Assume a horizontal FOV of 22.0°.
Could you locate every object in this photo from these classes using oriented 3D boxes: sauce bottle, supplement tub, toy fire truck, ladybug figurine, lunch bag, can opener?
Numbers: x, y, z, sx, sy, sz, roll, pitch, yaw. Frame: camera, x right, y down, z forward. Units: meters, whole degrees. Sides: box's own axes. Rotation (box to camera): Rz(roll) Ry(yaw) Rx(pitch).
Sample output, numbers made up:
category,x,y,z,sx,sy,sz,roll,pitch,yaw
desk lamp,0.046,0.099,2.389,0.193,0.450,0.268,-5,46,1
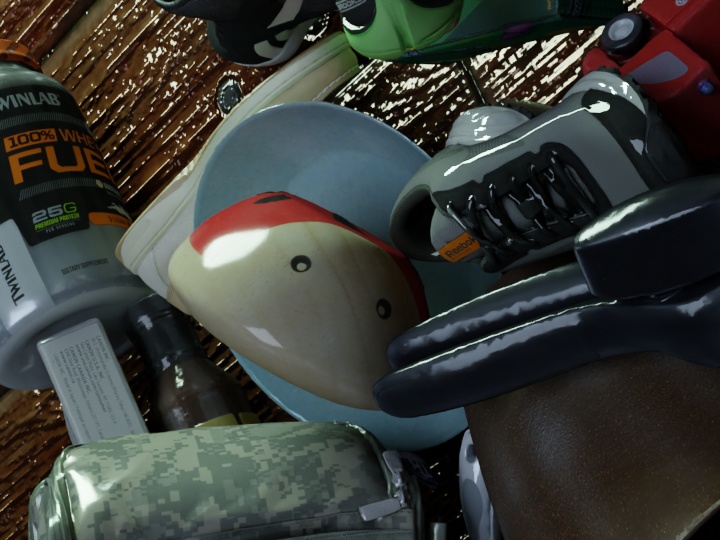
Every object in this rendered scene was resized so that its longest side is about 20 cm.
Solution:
category,x,y,z,sx,sy,sz,roll,pitch,yaw
sauce bottle,-0.084,0.106,1.087,0.065,0.064,0.201,-43,62,36
supplement tub,-0.213,-0.038,1.161,0.123,0.122,0.201,-44,64,36
toy fire truck,0.201,-0.109,0.764,0.200,0.049,0.141,-42,39,2
ladybug figurine,-0.023,0.009,0.889,0.072,0.135,0.200,-63,12,3
lunch bag,-0.067,0.148,0.931,0.168,0.198,0.141,144,120,-76
can opener,0.089,0.015,0.750,0.199,0.063,0.079,-23,108,37

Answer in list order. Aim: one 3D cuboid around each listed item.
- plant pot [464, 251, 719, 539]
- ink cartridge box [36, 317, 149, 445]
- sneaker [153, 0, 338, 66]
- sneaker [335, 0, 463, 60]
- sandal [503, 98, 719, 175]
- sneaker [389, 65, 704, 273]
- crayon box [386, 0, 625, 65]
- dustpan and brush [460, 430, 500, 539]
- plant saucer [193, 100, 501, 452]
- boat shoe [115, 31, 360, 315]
category,x,y,z,sx,sy,sz,roll,pitch,yaw
plant pot,0.128,0.084,0.820,0.200,0.186,0.188,50,124,44
ink cartridge box,-0.132,0.151,1.120,0.177,0.044,0.201,94,152,-67
sneaker,-0.075,-0.159,0.994,0.200,0.111,0.074,163,104,-65
sneaker,0.002,-0.187,0.864,0.076,0.084,0.201,-22,47,2
sandal,0.135,-0.033,0.857,0.199,0.080,0.055,26,98,46
sneaker,0.078,-0.032,0.796,0.074,0.079,0.200,53,159,-12
crayon box,0.062,-0.214,0.933,0.118,0.058,0.202,-8,87,44
dustpan and brush,0.072,0.177,0.930,0.139,0.057,0.202,3,95,43
plant saucer,0.000,0.000,0.990,0.200,0.039,0.203,17,122,29
boat shoe,-0.057,-0.051,1.056,0.069,0.074,0.200,47,121,4
